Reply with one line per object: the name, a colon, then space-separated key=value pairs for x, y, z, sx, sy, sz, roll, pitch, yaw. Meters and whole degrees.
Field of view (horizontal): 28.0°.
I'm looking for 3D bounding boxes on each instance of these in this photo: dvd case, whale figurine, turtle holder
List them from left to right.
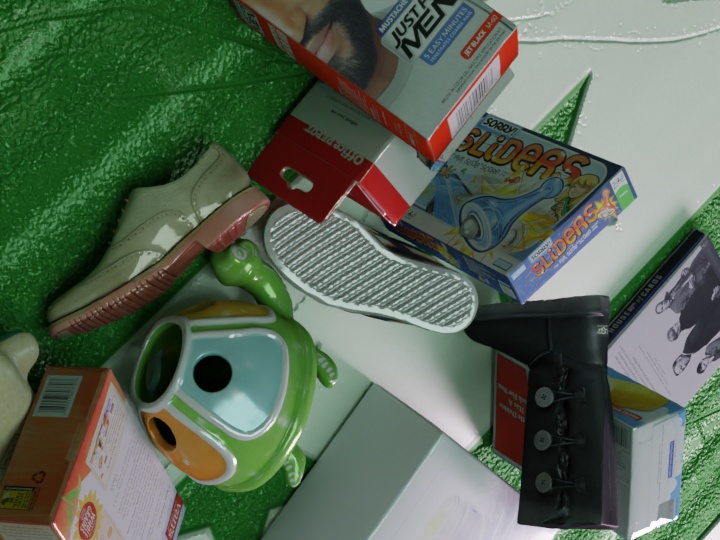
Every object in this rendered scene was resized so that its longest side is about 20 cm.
whale figurine: x=-0.295 y=0.111 z=1.080 sx=0.160 sy=0.103 sz=0.200 roll=-63 pitch=152 yaw=1
turtle holder: x=-0.102 y=0.078 z=1.153 sx=0.131 sy=0.141 sz=0.187 roll=27 pitch=93 yaw=-36
dvd case: x=0.320 y=0.078 z=1.506 sx=0.200 sy=0.025 sz=0.151 roll=-46 pitch=126 yaw=-10

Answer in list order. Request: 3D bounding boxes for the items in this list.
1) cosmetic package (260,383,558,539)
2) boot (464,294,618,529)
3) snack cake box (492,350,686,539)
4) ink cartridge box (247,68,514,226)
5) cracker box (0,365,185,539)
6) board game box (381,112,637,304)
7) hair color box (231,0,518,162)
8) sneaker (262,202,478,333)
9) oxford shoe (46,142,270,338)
cosmetic package: x=0.042 y=0.250 z=1.328 sx=0.200 sy=0.123 sz=0.200 roll=40 pitch=84 yaw=-36
boot: x=0.156 y=0.129 z=1.289 sx=0.065 sy=0.164 sz=0.202 roll=2 pitch=83 yaw=-40
snack cake box: x=0.209 y=0.151 z=1.349 sx=0.067 sy=0.200 sz=0.116 roll=-16 pitch=116 yaw=-30
ink cartridge box: x=0.015 y=-0.119 z=1.166 sx=0.200 sy=0.116 sz=0.067 roll=-51 pitch=136 yaw=-6
cracker box: x=-0.203 y=0.186 z=1.101 sx=0.201 sy=0.057 sz=0.135 roll=72 pitch=24 yaw=-47
board game box: x=0.116 y=-0.059 z=1.207 sx=0.135 sy=0.200 sz=0.035 roll=-42 pitch=125 yaw=-13
hair color box: x=0.009 y=-0.189 z=1.093 sx=0.111 sy=0.199 sz=0.064 roll=-52 pitch=166 yaw=-5
sneaker: x=0.000 y=0.000 z=1.236 sx=0.199 sy=0.079 sz=0.079 roll=25 pitch=89 yaw=-17
oxford shoe: x=-0.169 y=-0.021 z=1.129 sx=0.199 sy=0.071 sz=0.074 roll=-35 pitch=84 yaw=-7
